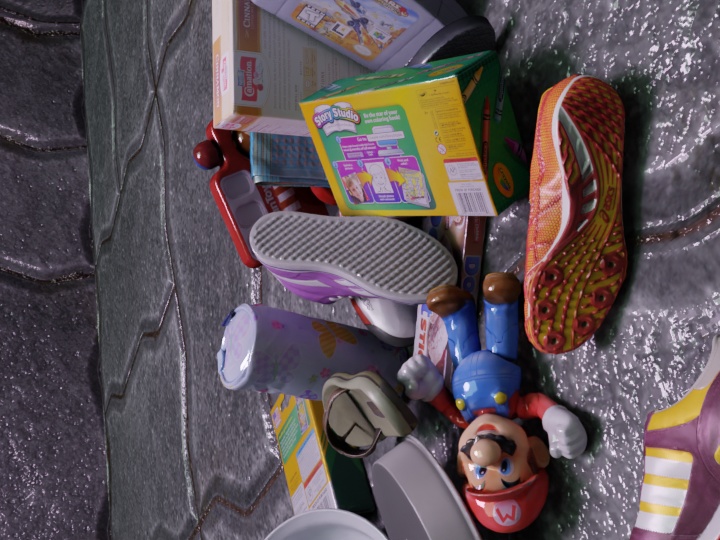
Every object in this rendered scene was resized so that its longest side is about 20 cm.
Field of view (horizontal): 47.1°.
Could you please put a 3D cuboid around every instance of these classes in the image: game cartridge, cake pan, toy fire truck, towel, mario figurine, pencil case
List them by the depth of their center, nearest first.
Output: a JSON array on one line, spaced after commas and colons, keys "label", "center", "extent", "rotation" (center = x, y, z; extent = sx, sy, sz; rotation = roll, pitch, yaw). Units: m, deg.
[{"label": "mario figurine", "center": [0.102, 0.103, 0.659], "extent": [0.123, 0.104, 0.203], "rotation": [-37, 56, 56]}, {"label": "cake pan", "center": [0.063, 0.244, 0.726], "extent": [0.202, 0.036, 0.202], "rotation": [90, 154, -54]}, {"label": "game cartridge", "center": [-0.003, -0.252, 0.774], "extent": [0.133, 0.198, 0.042], "rotation": [-15, 53, 64]}, {"label": "pencil case", "center": [-0.048, 0.096, 0.856], "extent": [0.091, 0.197, 0.084], "rotation": [-57, 35, 31]}, {"label": "towel", "center": [-0.052, -0.194, 0.932], "extent": [0.022, 0.144, 0.204], "rotation": [160, 110, -79]}, {"label": "toy fire truck", "center": [-0.104, -0.123, 0.977], "extent": [0.112, 0.166, 0.203], "rotation": [-20, 95, 61]}]

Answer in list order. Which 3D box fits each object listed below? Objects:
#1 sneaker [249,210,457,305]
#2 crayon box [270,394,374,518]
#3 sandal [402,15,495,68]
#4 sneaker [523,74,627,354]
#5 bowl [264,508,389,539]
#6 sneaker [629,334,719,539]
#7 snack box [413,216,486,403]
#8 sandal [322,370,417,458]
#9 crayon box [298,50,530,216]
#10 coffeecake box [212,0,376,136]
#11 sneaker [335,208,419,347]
[{"label": "sneaker", "center": [0.000, -0.001, 0.797], "extent": [0.115, 0.197, 0.074], "rotation": [70, -143, -64]}, {"label": "crayon box", "center": [-0.052, 0.232, 1.024], "extent": [0.126, 0.051, 0.202], "rotation": [-60, 40, 45]}, {"label": "sandal", "center": [0.055, -0.173, 0.783], "extent": [0.200, 0.075, 0.043], "rotation": [-47, 55, 54]}, {"label": "sneaker", "center": [0.156, -0.039, 0.612], "extent": [0.077, 0.072, 0.204], "rotation": [-129, 46, -83]}, {"label": "bowl", "center": [-0.026, 0.363, 0.882], "extent": [0.198, 0.090, 0.204], "rotation": [-9, 66, 20]}, {"label": "sneaker", "center": [0.202, 0.136, 0.502], "extent": [0.091, 0.074, 0.202], "rotation": [-114, 41, -53]}, {"label": "snack box", "center": [0.082, 0.028, 0.785], "extent": [0.072, 0.024, 0.204], "rotation": [22, 109, 62]}, {"label": "sandal", "center": [-0.006, 0.135, 0.749], "extent": [0.080, 0.057, 0.201], "rotation": [42, 162, 2]}, {"label": "crayon box", "center": [0.043, -0.113, 0.724], "extent": [0.198, 0.058, 0.120], "rotation": [5, 123, 48]}, {"label": "coffeecake box", "center": [-0.051, -0.223, 0.864], "extent": [0.073, 0.197, 0.157], "rotation": [-7, 83, 63]}, {"label": "sneaker", "center": [0.026, -0.029, 0.853], "extent": [0.109, 0.066, 0.203], "rotation": [114, 148, -43]}]
